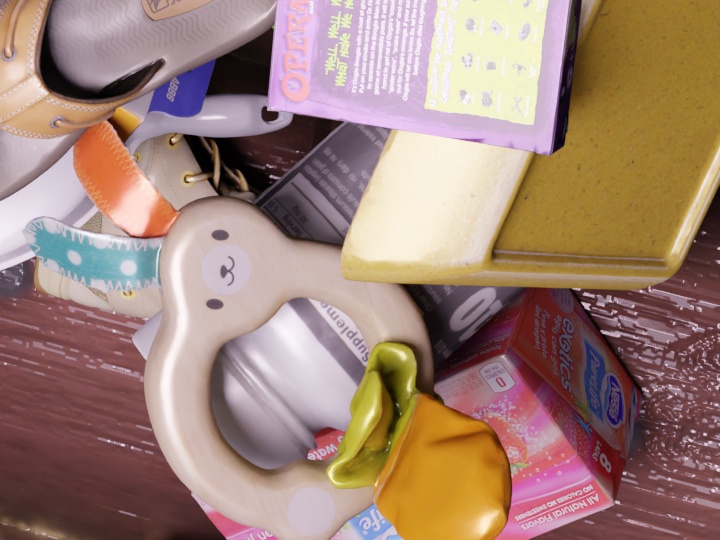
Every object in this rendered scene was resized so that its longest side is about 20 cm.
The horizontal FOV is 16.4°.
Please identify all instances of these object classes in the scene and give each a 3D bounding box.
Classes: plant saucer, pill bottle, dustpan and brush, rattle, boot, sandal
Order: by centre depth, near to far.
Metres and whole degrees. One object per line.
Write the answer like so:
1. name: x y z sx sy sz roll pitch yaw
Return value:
1. sandal: -0.111 -0.085 0.997 0.199 0.055 0.082 -25 105 -3
2. rattle: -0.043 0.031 1.007 0.130 0.143 0.201 -33 109 8
3. plant saucer: 0.104 -0.070 1.040 0.048 0.199 0.201 38 114 36
4. dustpan and brush: -0.128 -0.067 1.124 0.198 0.057 0.141 -3 91 -4
5. pill bottle: 0.000 0.000 1.137 0.200 0.113 0.113 -41 106 -2
6. boot: -0.068 -0.041 1.211 0.154 0.073 0.201 23 127 3

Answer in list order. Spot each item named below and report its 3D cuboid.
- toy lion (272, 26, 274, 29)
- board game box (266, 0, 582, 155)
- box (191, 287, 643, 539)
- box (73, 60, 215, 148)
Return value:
1. toy lion: -0.016 -0.186 1.018 0.190 0.069 0.201 16 123 11
2. board game box: 0.031 -0.152 0.946 0.119 0.032 0.202 10 105 13
3. box: 0.029 0.088 1.249 0.199 0.095 0.103 -25 113 29
4. box: -0.151 -0.133 1.066 0.199 0.120 0.041 34 133 -21
